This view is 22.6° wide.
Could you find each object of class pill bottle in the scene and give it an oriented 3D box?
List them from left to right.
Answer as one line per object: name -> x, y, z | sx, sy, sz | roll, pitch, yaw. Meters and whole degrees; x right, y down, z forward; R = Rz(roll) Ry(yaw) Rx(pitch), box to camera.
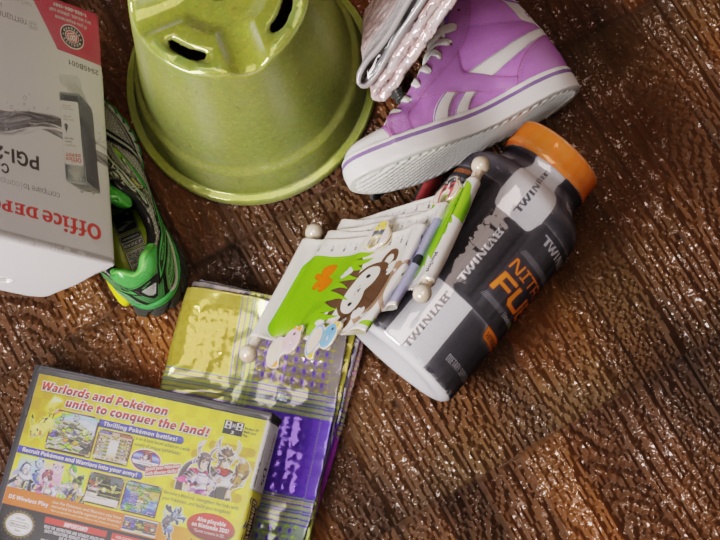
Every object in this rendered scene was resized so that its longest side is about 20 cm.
pill bottle -> 0.085, -0.013, 1.307 | 0.106, 0.106, 0.200 | 38, 81, 12

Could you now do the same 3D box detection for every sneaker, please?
sneaker -> -0.192, -0.066, 1.352 | 0.078, 0.085, 0.201 | -31, 75, -5
sneaker -> 0.053, -0.136, 1.322 | 0.199, 0.073, 0.115 | -27, 78, -25

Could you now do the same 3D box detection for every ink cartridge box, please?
ink cartridge box -> -0.255, -0.096, 1.265 | 0.084, 0.145, 0.202 | -18, 69, 37

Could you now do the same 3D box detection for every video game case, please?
video game case -> -0.171, 0.174, 1.299 | 0.198, 0.026, 0.183 | 10, 76, 20

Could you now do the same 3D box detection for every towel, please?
towel -> -0.085, 0.111, 1.331 | 0.142, 0.023, 0.202 | 13, 77, 7
towel -> 0.060, -0.232, 1.286 | 0.032, 0.191, 0.201 | 32, 112, -12

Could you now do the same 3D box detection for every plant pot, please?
plant pot -> -0.090, -0.171, 1.320 | 0.198, 0.184, 0.203 | -1, 75, 3

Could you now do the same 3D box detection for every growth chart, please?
growth chart -> 0.000, 0.000, 1.275 | 0.018, 0.199, 0.146 | 43, 50, -27

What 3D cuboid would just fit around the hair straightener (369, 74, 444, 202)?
hair straightener -> 0.056, -0.139, 1.374 | 0.076, 0.041, 0.201 | 26, 79, 10
